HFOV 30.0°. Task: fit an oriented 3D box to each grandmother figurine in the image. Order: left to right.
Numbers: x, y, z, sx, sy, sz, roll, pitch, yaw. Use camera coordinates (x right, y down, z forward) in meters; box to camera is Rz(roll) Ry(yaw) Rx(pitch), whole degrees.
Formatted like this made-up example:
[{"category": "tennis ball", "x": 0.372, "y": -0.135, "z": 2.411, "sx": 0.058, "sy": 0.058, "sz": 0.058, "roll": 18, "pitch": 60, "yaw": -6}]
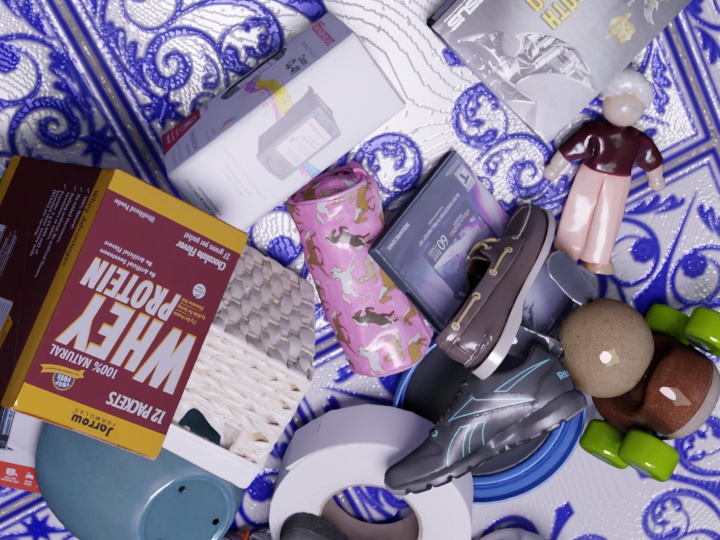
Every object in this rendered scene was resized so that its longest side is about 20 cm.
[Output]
[{"category": "grandmother figurine", "x": 0.239, "y": -0.097, "z": 1.290, "sx": 0.121, "sy": 0.061, "sz": 0.201, "roll": 2, "pitch": 111, "yaw": -21}]

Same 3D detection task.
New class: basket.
[{"category": "basket", "x": -0.119, "y": 0.071, "z": 1.204, "sx": 0.135, "sy": 0.200, "sz": 0.123, "roll": 31, "pitch": 113, "yaw": -15}]

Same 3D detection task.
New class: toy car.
[{"category": "toy car", "x": 0.232, "y": 0.078, "z": 1.284, "sx": 0.200, "sy": 0.158, "sz": 0.165, "roll": 33, "pitch": 81, "yaw": -15}]

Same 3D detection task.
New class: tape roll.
[{"category": "tape roll", "x": 0.011, "y": 0.234, "z": 1.331, "sx": 0.202, "sy": 0.071, "sz": 0.203, "roll": 3, "pitch": 119, "yaw": 6}]

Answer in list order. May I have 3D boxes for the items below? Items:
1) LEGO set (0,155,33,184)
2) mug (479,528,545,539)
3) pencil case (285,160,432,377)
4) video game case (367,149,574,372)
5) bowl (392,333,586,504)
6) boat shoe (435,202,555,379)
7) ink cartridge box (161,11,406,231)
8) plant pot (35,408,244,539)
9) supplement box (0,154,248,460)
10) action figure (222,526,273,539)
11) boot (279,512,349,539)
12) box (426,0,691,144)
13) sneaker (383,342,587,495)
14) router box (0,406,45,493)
[{"category": "LEGO set", "x": -0.369, "y": -0.023, "z": 1.189, "sx": 0.200, "sy": 0.116, "sz": 0.154, "roll": -53, "pitch": 123, "yaw": -18}, {"category": "mug", "x": 0.156, "y": 0.362, "z": 1.377, "sx": 0.186, "sy": 0.149, "sz": 0.153, "roll": -37, "pitch": 104, "yaw": -23}, {"category": "pencil case", "x": 0.000, "y": 0.000, "z": 1.273, "sx": 0.086, "sy": 0.083, "sz": 0.200, "roll": -38, "pitch": 115, "yaw": -36}, {"category": "video game case", "x": 0.110, "y": 0.005, "z": 1.277, "sx": 0.200, "sy": 0.019, "sz": 0.143, "roll": 48, "pitch": 59, "yaw": -16}, {"category": "bowl", "x": 0.128, "y": 0.140, "z": 1.362, "sx": 0.200, "sy": 0.039, "sz": 0.201, "roll": -3, "pitch": 109, "yaw": -8}, {"category": "boat shoe", "x": 0.125, "y": 0.006, "z": 1.233, "sx": 0.059, "sy": 0.200, "sz": 0.072, "roll": 30, "pitch": 145, "yaw": -7}, {"category": "ink cartridge box", "x": -0.072, "y": -0.130, "z": 1.182, "sx": 0.200, "sy": 0.148, "sz": 0.086, "roll": -38, "pitch": 111, "yaw": 3}, {"category": "plant pot", "x": -0.186, "y": 0.197, "z": 1.249, "sx": 0.200, "sy": 0.135, "sz": 0.201, "roll": -13, "pitch": 119, "yaw": -25}, {"category": "supplement box", "x": -0.228, "y": 0.024, "z": 1.101, "sx": 0.133, "sy": 0.200, "sz": 0.198, "roll": 27, "pitch": 81, "yaw": -36}, {"category": "action figure", "x": -0.168, "y": 0.298, "z": 1.326, "sx": 0.193, "sy": 0.200, "sz": 0.105, "roll": -16, "pitch": 66, "yaw": -11}, {"category": "boot", "x": -0.001, "y": 0.319, "z": 1.264, "sx": 0.200, "sy": 0.131, "sz": 0.068, "roll": 25, "pitch": 118, "yaw": -7}, {"category": "box", "x": 0.184, "y": -0.241, "z": 1.228, "sx": 0.200, "sy": 0.048, "sz": 0.158, "roll": -44, "pitch": 103, "yaw": 8}, {"category": "sneaker", "x": 0.105, "y": 0.140, "z": 1.231, "sx": 0.200, "sy": 0.075, "sz": 0.079, "roll": -28, "pitch": 80, "yaw": 1}, {"category": "router box", "x": -0.340, "y": 0.112, "z": 1.274, "sx": 0.199, "sy": 0.049, "sz": 0.180, "roll": 14, "pitch": 106, "yaw": -13}]
